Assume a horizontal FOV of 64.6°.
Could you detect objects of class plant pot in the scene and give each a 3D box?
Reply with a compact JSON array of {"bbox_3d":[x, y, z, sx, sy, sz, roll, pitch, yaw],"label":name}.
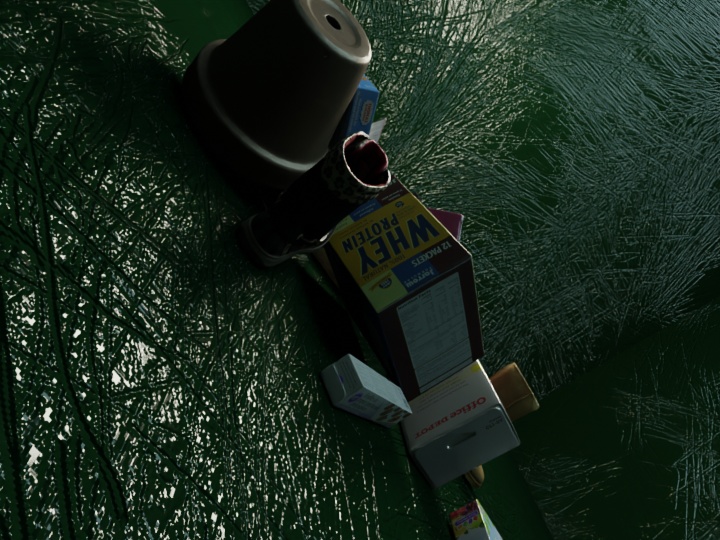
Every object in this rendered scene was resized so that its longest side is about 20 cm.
[{"bbox_3d":[-0.081,-0.226,0.663,0.198,0.174,0.203,28,41,-28],"label":"plant pot"}]

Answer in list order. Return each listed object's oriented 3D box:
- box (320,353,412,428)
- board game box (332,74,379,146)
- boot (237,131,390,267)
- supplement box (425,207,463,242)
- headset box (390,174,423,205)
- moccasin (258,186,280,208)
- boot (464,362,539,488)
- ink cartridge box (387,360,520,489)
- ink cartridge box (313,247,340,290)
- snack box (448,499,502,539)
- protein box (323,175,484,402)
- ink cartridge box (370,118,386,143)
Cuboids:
[{"bbox_3d":[0.013,0.145,0.659,0.042,0.038,0.200,61,6,27],"label":"box"},{"bbox_3d":[-0.033,-0.211,0.802,0.201,0.036,0.154,-115,-146,-52],"label":"board game box"},{"bbox_3d":[-0.031,-0.083,0.623,0.074,0.149,0.199,56,29,0],"label":"boot"},{"bbox_3d":[0.123,-0.013,1.079,0.201,0.101,0.134,93,9,-68],"label":"supplement box"},{"bbox_3d":[0.048,-0.097,1.238,0.149,0.198,0.076,51,10,-41],"label":"headset box"},{"bbox_3d":[-0.106,-0.123,0.770,0.204,0.072,0.078,62,-13,17],"label":"moccasin"},{"bbox_3d":[0.263,0.308,1.118,0.177,0.198,0.066,58,7,-4],"label":"boot"},{"bbox_3d":[0.131,0.200,0.854,0.084,0.143,0.201,57,8,-24],"label":"ink cartridge box"},{"bbox_3d":[0.000,0.000,0.950,0.201,0.043,0.095,56,46,-34],"label":"ink cartridge box"},{"bbox_3d":[0.193,0.427,0.741,0.202,0.052,0.143,58,6,-17],"label":"snack box"},{"bbox_3d":[0.054,0.025,0.782,0.199,0.133,0.202,54,-13,44],"label":"protein box"},{"bbox_3d":[-0.009,-0.173,1.035,0.043,0.177,0.199,25,-3,-21],"label":"ink cartridge box"}]
